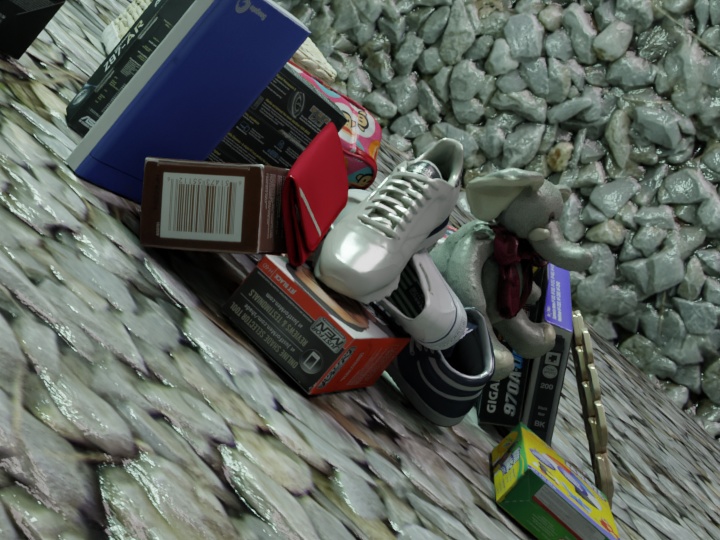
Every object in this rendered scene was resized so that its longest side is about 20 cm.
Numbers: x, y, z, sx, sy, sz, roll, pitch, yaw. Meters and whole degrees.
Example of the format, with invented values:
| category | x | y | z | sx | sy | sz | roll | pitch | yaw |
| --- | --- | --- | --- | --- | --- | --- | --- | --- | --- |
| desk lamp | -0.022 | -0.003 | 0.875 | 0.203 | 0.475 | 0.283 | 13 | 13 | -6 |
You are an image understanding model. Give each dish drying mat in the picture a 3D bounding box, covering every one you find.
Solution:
| category | x | y | z | sx | sy | sz | roll | pitch | yaw |
| --- | --- | --- | --- | --- | --- | --- | --- | --- | --- |
| dish drying mat | -0.035 | -0.066 | 1.450 | 0.200 | 0.018 | 0.077 | -59 | 142 | -71 |

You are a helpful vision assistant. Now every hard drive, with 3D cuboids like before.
| category | x | y | z | sx | sy | sz | roll | pitch | yaw |
| --- | --- | --- | --- | --- | --- | --- | --- | --- | --- |
| hard drive | -0.138 | -0.144 | 1.429 | 0.025 | 0.200 | 0.132 | 45 | 9 | 26 |

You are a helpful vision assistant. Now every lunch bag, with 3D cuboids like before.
| category | x | y | z | sx | sy | sz | roll | pitch | yaw |
| --- | --- | --- | --- | --- | --- | --- | --- | --- | --- |
| lunch bag | -0.098 | -0.122 | 1.686 | 0.199 | 0.176 | 0.082 | 29 | 49 | -29 |

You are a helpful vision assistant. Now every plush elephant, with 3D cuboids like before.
| category | x | y | z | sx | sy | sz | roll | pitch | yaw |
| --- | --- | --- | --- | --- | --- | --- | --- | --- | --- |
| plush elephant | 0.146 | -0.020 | 1.644 | 0.201 | 0.155 | 0.164 | 56 | 25 | 15 |

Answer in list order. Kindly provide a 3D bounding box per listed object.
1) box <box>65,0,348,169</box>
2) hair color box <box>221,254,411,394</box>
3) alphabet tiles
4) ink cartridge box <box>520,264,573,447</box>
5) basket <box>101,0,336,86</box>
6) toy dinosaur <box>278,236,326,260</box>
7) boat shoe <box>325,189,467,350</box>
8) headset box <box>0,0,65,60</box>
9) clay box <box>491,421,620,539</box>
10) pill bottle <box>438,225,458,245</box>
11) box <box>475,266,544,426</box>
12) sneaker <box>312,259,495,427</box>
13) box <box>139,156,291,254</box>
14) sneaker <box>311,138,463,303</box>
| category | x | y | z | sx | sy | sz | roll | pitch | yaw |
| --- | --- | --- | --- | --- | --- | --- | --- | --- | --- |
| box | -0.136 | -0.138 | 1.554 | 0.200 | 0.160 | 0.044 | 37 | 9 | -23 |
| hair color box | -0.032 | 0.044 | 1.431 | 0.101 | 0.061 | 0.200 | 43 | 9 | 11 |
| alphabet tiles | 0.244 | 0.150 | 1.857 | 0.196 | 0.014 | 0.201 | 76 | 6 | -66 |
| ink cartridge box | 0.198 | 0.055 | 1.860 | 0.043 | 0.201 | 0.198 | 7 | 27 | 1 |
| basket | -0.162 | -0.240 | 1.967 | 0.200 | 0.161 | 0.198 | 35 | 11 | -28 |
| toy dinosaur | 0.000 | 0.000 | 1.721 | 0.135 | 0.086 | 0.200 | 42 | 8 | 16 |
| boat shoe | 0.022 | -0.015 | 1.519 | 0.200 | 0.074 | 0.067 | 45 | 4 | 38 |
| headset box | -0.376 | -0.295 | 1.562 | 0.200 | 0.075 | 0.148 | 47 | 10 | 35 |
| clay box | 0.177 | 0.206 | 1.596 | 0.115 | 0.048 | 0.200 | 41 | 9 | -4 |
| pill bottle | 0.079 | 0.010 | 1.911 | 0.119 | 0.120 | 0.200 | 40 | 8 | -4 |
| box | 0.155 | 0.047 | 1.818 | 0.046 | 0.201 | 0.159 | 8 | 10 | 1 |
| sneaker | 0.039 | 0.045 | 1.561 | 0.200 | 0.070 | 0.109 | 44 | -31 | 4 |
| box | -0.101 | -0.051 | 1.426 | 0.099 | 0.076 | 0.200 | 4 | 0 | 11 |
| sneaker | 0.026 | -0.045 | 1.444 | 0.076 | 0.081 | 0.200 | 33 | 37 | 7 |
